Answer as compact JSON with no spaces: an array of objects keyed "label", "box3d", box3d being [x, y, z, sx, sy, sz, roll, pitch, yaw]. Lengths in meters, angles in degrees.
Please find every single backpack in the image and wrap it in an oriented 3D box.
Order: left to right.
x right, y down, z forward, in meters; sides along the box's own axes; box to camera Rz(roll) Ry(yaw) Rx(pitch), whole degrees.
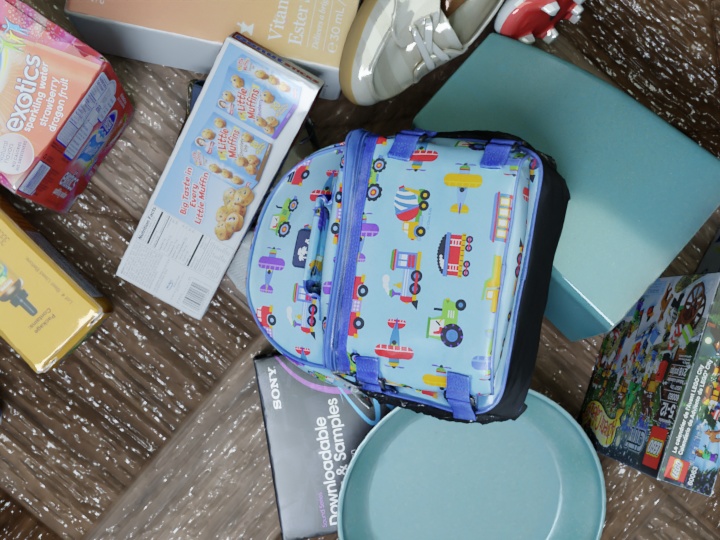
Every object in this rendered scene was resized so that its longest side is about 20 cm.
[{"label":"backpack","box3d":[0.015,-0.005,0.655,0.200,0.135,0.183,12,88,22]}]

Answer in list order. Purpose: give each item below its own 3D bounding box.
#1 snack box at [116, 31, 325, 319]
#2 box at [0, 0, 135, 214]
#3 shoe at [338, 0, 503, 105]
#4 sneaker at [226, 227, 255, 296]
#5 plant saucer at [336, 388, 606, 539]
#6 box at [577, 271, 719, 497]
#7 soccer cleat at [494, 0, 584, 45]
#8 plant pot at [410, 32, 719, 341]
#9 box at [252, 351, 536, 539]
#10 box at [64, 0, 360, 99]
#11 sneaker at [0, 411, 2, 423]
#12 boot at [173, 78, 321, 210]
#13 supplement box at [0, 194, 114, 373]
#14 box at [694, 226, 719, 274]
[{"label":"snack box","box3d":[-0.102,-0.063,0.734,0.072,0.024,0.200,29,113,-2]},{"label":"box","box3d":[-0.225,-0.109,0.699,0.095,0.200,0.100,34,86,-6]},{"label":"shoe","box3d":[0.061,-0.192,0.719,0.053,0.070,0.200,33,81,40]},{"label":"sneaker","box3d":[0.000,0.000,0.790,0.200,0.074,0.116,27,53,16]},{"label":"plant saucer","box3d":[0.080,0.173,0.769,0.200,0.036,0.200,-1,100,-7]},{"label":"box","box3d":[0.213,0.074,0.736,0.038,0.200,0.137,19,86,-3]},{"label":"soccer cleat","box3d":[0.155,-0.238,0.787,0.200,0.069,0.085,-38,82,-29]},{"label":"plant pot","box3d":[0.138,-0.068,0.767,0.200,0.141,0.141,41,85,4]},{"label":"box","box3d":[0.026,0.120,0.800,0.200,0.036,0.143,-10,89,-5]},{"label":"box","box3d":[-0.096,-0.226,0.762,0.200,0.106,0.152,10,88,-6]},{"label":"sneaker","box3d":[-0.362,0.059,0.749,0.199,0.081,0.115,0,85,-12]},{"label":"boot","box3d":[-0.041,-0.087,0.768,0.200,0.075,0.097,2,110,-4]},{"label":"supplement box","box3d":[-0.275,-0.017,0.760,0.067,0.069,0.200,-44,91,-4]},{"label":"box","box3d":[0.323,0.017,0.758,0.105,0.184,0.200,30,85,-2]}]
